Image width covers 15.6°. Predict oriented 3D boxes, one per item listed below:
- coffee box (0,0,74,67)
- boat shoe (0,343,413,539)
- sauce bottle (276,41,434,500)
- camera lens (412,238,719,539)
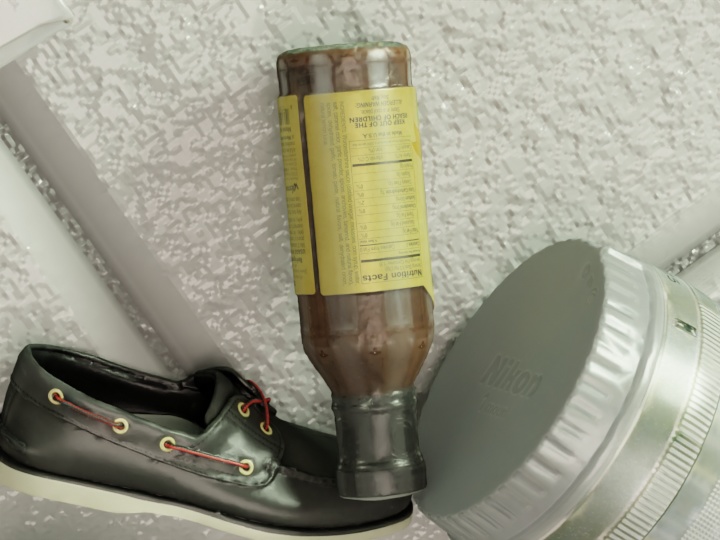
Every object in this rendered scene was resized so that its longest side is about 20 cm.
[{"bbox_3d":[-0.258,-0.141,1.019,0.199,0.198,0.200,-33,110,-4],"label":"coffee box"},{"bbox_3d":[-0.066,0.079,1.198,0.200,0.074,0.063,12,106,-15],"label":"boat shoe"},{"bbox_3d":[0.000,0.000,1.174,0.064,0.065,0.201,-5,94,-12],"label":"sauce bottle"},{"bbox_3d":[0.143,0.097,1.208,0.199,0.160,0.160,31,97,-20],"label":"camera lens"}]
